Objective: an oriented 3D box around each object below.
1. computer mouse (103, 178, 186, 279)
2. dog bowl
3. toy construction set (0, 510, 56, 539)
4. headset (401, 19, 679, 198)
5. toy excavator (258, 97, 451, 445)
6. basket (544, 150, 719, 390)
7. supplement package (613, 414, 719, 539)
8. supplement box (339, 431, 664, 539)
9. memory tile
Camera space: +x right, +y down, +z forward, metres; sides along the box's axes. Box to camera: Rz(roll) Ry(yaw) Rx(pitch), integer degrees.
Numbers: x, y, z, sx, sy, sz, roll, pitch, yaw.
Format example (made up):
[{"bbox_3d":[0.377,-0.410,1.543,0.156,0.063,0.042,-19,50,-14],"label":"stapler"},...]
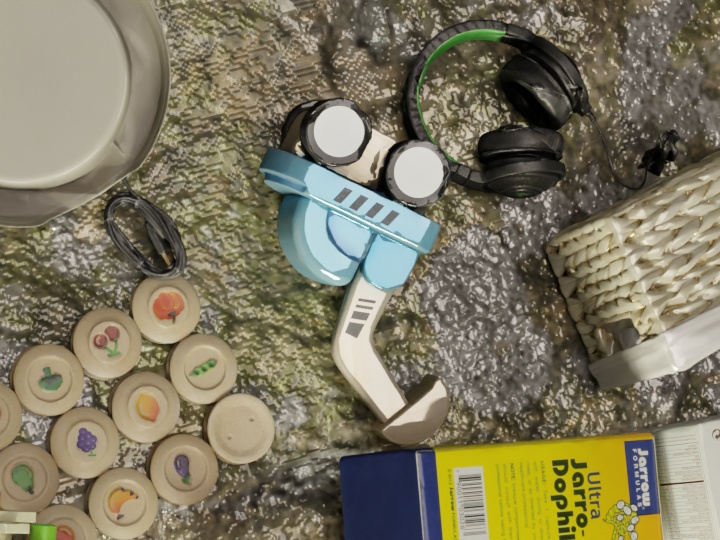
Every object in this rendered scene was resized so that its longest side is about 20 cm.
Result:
[{"bbox_3d":[-0.171,-0.086,1.657,0.058,0.034,0.200,-21,93,-6],"label":"computer mouse"},{"bbox_3d":[-0.228,-0.129,1.604,0.199,0.059,0.201,0,91,-5],"label":"dog bowl"},{"bbox_3d":[-0.234,0.238,1.559,0.131,0.092,0.201,5,99,-17],"label":"toy construction set"},{"bbox_3d":[0.130,-0.111,1.739,0.200,0.094,0.124,20,77,-5],"label":"headset"},{"bbox_3d":[0.000,0.000,1.687,0.194,0.100,0.200,26,88,-13],"label":"toy excavator"},{"bbox_3d":[0.252,-0.013,1.749,0.200,0.136,0.124,-27,91,-21],"label":"basket"},{"bbox_3d":[0.311,0.198,1.735,0.191,0.147,0.201,-8,86,-21],"label":"supplement package"},{"bbox_3d":[0.100,0.175,1.666,0.200,0.109,0.110,-2,84,-30],"label":"supplement box"},{"bbox_3d":[-0.169,0.105,1.642,0.200,0.017,0.154,-31,94,-21],"label":"memory tile"}]
